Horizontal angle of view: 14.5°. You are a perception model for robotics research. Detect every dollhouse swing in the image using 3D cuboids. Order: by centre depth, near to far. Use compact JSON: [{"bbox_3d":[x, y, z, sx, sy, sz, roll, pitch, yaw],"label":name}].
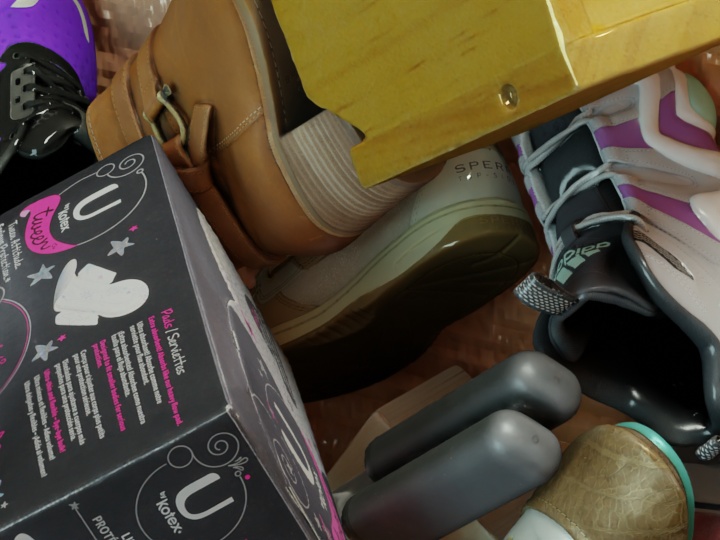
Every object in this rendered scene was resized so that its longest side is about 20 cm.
[{"bbox_3d":[0.074,-0.164,1.017,0.181,0.175,0.201,-23,88,52],"label":"dollhouse swing"}]

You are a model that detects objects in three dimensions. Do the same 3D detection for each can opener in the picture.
[{"bbox_3d":[0.030,0.092,1.081,0.067,0.054,0.200,33,146,-16],"label":"can opener"}]

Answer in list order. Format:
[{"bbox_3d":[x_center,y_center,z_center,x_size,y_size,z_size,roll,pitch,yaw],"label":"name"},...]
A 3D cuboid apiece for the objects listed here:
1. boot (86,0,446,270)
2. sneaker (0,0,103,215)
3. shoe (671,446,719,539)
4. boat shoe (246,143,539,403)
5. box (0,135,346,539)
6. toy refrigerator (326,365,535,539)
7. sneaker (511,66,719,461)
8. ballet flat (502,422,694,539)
[{"bbox_3d":[-0.059,-0.095,1.115,0.155,0.077,0.201,-24,101,51],"label":"boot"},{"bbox_3d":[-0.135,-0.052,1.208,0.099,0.069,0.201,-31,41,47],"label":"sneaker"},{"bbox_3d":[0.182,0.113,1.060,0.199,0.071,0.092,5,107,43],"label":"shoe"},{"bbox_3d":[0.000,0.000,1.178,0.200,0.074,0.067,-31,59,43],"label":"boat shoe"},{"bbox_3d":[-0.081,0.067,1.053,0.114,0.200,0.133,-27,122,5],"label":"box"},{"bbox_3d":[0.003,0.138,1.210,0.076,0.070,0.200,46,128,15],"label":"toy refrigerator"},{"bbox_3d":[0.088,-0.016,1.047,0.200,0.140,0.078,49,126,16],"label":"sneaker"},{"bbox_3d":[0.072,0.120,1.080,0.068,0.072,0.200,53,160,11],"label":"ballet flat"}]
